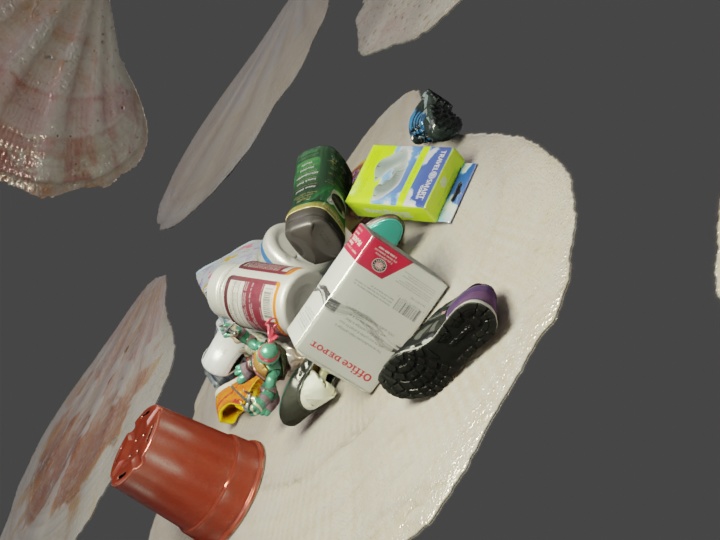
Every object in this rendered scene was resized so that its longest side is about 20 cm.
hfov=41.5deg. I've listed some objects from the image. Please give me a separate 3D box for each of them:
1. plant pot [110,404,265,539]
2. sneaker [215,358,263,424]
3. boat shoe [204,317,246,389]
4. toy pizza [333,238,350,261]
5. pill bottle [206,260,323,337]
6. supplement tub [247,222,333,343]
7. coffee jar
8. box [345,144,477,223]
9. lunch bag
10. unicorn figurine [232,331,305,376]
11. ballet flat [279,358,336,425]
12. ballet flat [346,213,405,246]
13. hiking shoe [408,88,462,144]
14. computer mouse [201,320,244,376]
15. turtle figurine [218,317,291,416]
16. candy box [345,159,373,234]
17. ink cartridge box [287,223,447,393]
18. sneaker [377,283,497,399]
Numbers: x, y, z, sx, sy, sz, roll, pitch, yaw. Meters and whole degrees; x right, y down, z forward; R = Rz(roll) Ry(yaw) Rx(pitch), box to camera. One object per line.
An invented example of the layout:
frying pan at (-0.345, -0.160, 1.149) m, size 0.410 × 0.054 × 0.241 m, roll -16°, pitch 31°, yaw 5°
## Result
plant pot at (-0.295, 0.332, 1.586) m, size 0.201 × 0.195 × 0.201 m, roll -44°, pitch 25°, yaw 27°
sneaker at (-0.194, 0.212, 1.734) m, size 0.200 × 0.073 × 0.077 m, roll -48°, pitch 43°, yaw 33°
boat shoe at (-0.282, 0.169, 1.945) m, size 0.091 × 0.071 × 0.200 m, roll -50°, pitch 25°, yaw 7°
toy pizza at (0.000, 0.000, 1.641) m, size 0.200 × 0.032 × 0.200 m, roll -44°, pitch 27°, yaw 28°
pill bottle at (-0.154, 0.044, 1.562) m, size 0.200 × 0.114 × 0.114 m, roll 8°, pitch 65°, yaw 43°
supplement tub at (-0.141, 0.026, 1.710) m, size 0.132 × 0.132 × 0.200 m, roll -88°, pitch 20°, yaw -52°
coffee jar at (-0.069, -0.110, 1.600) m, size 0.085 × 0.104 × 0.200 m, roll -18°, pitch 41°, yaw 23°
box at (0.080, -0.143, 1.556) m, size 0.200 × 0.048 × 0.122 m, roll 8°, pitch 65°, yaw 43°
lunch bag at (-0.222, 0.018, 1.955) m, size 0.200 × 0.127 × 0.170 m, roll -33°, pitch 20°, yaw -8°
unicorn figurine at (-0.127, 0.138, 1.609) m, size 0.137 × 0.199 × 0.074 m, roll 136°, pitch 139°, yaw -73°
ballet flat at (-0.060, 0.158, 1.490) m, size 0.068 × 0.068 × 0.200 m, roll 16°, pitch 74°, yaw 53°
ballet flat at (-0.002, -0.025, 1.556) m, size 0.200 × 0.068 × 0.068 m, roll -48°, pitch 14°, yaw 20°
hiking shoe at (0.128, -0.252, 1.683) m, size 0.087 × 0.074 × 0.200 m, roll -57°, pitch 11°, yaw 20°
computer mouse at (-0.226, 0.119, 1.793) m, size 0.200 × 0.109 × 0.044 m, roll -57°, pitch -7°, yaw -43°
turtle figurine at (-0.159, 0.153, 1.485) m, size 0.200 × 0.100 × 0.150 m, roll 102°, pitch 154°, yaw -65°
candy box at (0.000, -0.136, 1.744) m, size 0.117 × 0.056 × 0.200 m, roll -44°, pitch 18°, yaw 2°
ink cartridge box at (0.007, 0.056, 1.395) m, size 0.200 × 0.145 × 0.083 m, roll -54°, pitch 22°, yaw 6°
sneaker at (0.108, 0.094, 1.259) m, size 0.200 × 0.076 × 0.088 m, roll -40°, pitch 12°, yaw 27°
